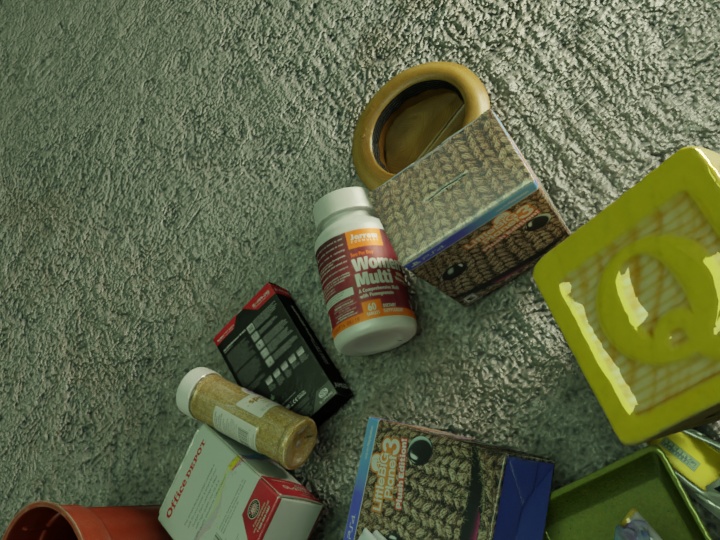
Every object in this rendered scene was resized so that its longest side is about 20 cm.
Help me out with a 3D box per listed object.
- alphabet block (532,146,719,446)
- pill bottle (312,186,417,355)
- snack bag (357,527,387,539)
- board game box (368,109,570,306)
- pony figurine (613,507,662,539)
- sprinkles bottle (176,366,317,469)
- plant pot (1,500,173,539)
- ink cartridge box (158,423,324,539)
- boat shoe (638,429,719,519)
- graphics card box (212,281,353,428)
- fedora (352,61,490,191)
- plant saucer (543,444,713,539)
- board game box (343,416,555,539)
[{"bbox_3d":[0.319,0.027,0.657,0.196,0.199,0.197,-46,56,37],"label":"alphabet block"},{"bbox_3d":[0.000,0.000,0.925,0.109,0.109,0.202,-23,66,21],"label":"pill bottle"},{"bbox_3d":[0.023,0.393,0.698,0.188,0.021,0.202,23,89,51],"label":"snack bag"},{"bbox_3d":[0.132,-0.060,0.808,0.159,0.200,0.097,-33,62,17],"label":"board game box"},{"bbox_3d":[0.283,0.300,0.582,0.166,0.194,0.200,-27,51,-31],"label":"pony figurine"},{"bbox_3d":[-0.151,0.189,0.921,0.199,0.068,0.069,18,84,33],"label":"sprinkles bottle"},{"bbox_3d":[-0.336,0.397,0.935,0.199,0.195,0.203,-6,78,33],"label":"plant pot"},{"bbox_3d":[-0.159,0.309,0.911,0.199,0.082,0.147,24,88,48],"label":"ink cartridge box"},{"bbox_3d":[0.358,0.205,0.682,0.202,0.086,0.075,39,95,32],"label":"boat shoe"},{"bbox_3d":[-0.111,0.132,0.982,0.125,0.051,0.201,-44,59,12],"label":"graphics card box"},{"bbox_3d":[0.087,-0.175,0.944,0.199,0.082,0.203,-8,72,26],"label":"fedora"},{"bbox_3d":[0.268,0.304,0.705,0.200,0.048,0.201,-39,61,30],"label":"plant saucer"},{"bbox_3d":[0.091,0.261,0.774,0.199,0.096,0.161,1,76,48],"label":"board game box"}]
